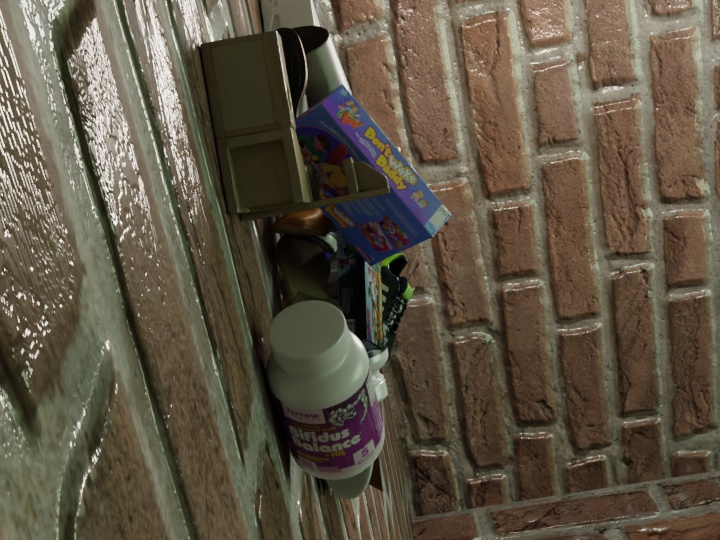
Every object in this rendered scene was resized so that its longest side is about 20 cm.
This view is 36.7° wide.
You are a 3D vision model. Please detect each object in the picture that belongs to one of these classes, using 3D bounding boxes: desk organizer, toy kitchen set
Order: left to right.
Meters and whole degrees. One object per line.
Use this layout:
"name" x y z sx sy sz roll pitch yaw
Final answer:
"toy kitchen set" -0.062 -0.156 1.183 0.200 0.163 0.181 -50 130 -87
"desk organizer" -0.005 0.287 1.633 0.200 0.072 0.077 96 -12 -85

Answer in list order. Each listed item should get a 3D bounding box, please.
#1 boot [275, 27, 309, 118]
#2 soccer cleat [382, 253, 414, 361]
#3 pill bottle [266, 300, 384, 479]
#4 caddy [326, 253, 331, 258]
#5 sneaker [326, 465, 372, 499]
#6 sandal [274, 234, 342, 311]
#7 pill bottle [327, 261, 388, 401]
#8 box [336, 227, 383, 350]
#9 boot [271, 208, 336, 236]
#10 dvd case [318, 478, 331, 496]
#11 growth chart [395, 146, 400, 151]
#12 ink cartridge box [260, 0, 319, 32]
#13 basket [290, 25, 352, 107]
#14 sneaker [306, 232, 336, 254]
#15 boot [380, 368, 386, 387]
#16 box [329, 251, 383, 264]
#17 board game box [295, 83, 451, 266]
"boot" -0.103 -0.223 1.479 0.097 0.075 0.200 20 72 -85
"soccer cleat" 0.040 0.053 1.661 0.068 0.081 0.200 54 27 -45
"pill bottle" -0.041 0.130 1.185 0.112 0.112 0.200 -96 175 -46
"caddy" -0.030 0.043 1.766 0.141 0.105 0.200 -37 113 -63
"sneaker" -0.020 0.194 1.433 0.112 0.073 0.200 23 56 -83
"sandal" -0.077 0.032 1.381 0.070 0.078 0.212 -63 -154 24
"pill bottle" -0.023 0.092 1.549 0.111 0.111 0.200 -79 156 -81
"box" 0.000 0.000 1.425 0.137 0.038 0.200 41 47 -76
"boot" -0.061 -0.119 1.433 0.201 0.071 0.144 -13 107 -69
"dvd case" -0.065 0.185 1.472 0.149 0.016 0.200 -96 176 -53
"growth chart" -0.020 -0.138 1.741 0.145 0.200 0.018 90 -19 -48
"ink cartridge box" -0.104 -0.367 1.807 0.200 0.083 0.145 65 16 -79
"basket" -0.072 -0.240 1.577 0.180 0.136 0.200 44 -23 51
"sneaker" -0.044 -0.101 1.617 0.146 0.077 0.202 -64 -174 1
"boot" 0.001 0.193 1.698 0.075 0.107 0.200 40 0 2
"box" -0.010 -0.009 1.622 0.200 0.070 0.064 -61 -173 14
"board game box" -0.004 -0.108 1.290 0.200 0.134 0.045 49 55 -12
